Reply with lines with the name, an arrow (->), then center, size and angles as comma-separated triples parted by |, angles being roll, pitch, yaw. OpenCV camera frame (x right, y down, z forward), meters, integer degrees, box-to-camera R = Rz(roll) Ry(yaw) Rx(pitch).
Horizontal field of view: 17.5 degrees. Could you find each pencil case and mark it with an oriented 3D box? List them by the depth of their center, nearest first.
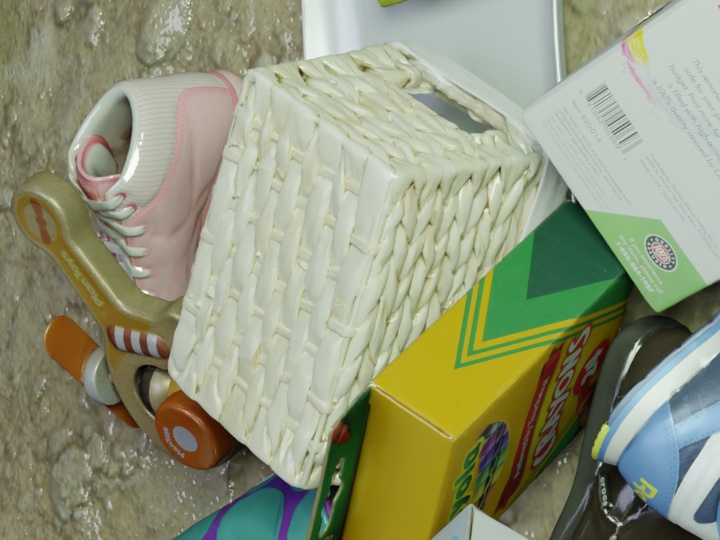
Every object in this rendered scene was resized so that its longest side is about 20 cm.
pencil case -> -0.062, 0.172, 1.265 | 0.200, 0.085, 0.093 | -34, 27, 26

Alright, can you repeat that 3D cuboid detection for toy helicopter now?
toy helicopter -> -0.138, 0.031, 1.357 | 0.200, 0.079, 0.132 | 55, 142, -9

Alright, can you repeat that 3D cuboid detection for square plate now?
square plate -> 0.043, -0.101, 1.252 | 0.198, 0.028, 0.201 | -8, 83, 47

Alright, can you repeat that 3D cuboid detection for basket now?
basket -> 0.000, 0.000, 1.186 | 0.135, 0.123, 0.201 | 37, 123, 37

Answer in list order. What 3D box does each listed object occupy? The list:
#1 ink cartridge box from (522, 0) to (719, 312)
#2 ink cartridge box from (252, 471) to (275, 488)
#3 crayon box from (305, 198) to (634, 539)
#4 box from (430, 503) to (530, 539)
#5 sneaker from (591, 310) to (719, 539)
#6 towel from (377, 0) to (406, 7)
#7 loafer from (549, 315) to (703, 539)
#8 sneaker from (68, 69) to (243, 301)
ink cartridge box -> 0.177, -0.076, 1.030 | 0.117, 0.067, 0.200 | 55, 140, -2
ink cartridge box -> -0.020, 0.179, 1.302 | 0.163, 0.057, 0.200 | 54, 131, 34
crayon box -> 0.051, 0.071, 1.091 | 0.051, 0.200, 0.127 | 32, 138, 20
box -> 0.086, 0.206, 1.084 | 0.156, 0.200, 0.041 | -46, 23, 36
sneaker -> 0.197, 0.040, 1.036 | 0.200, 0.074, 0.082 | -45, 75, 16
towel -> 0.075, -0.196, 1.189 | 0.200, 0.018, 0.086 | -11, 78, 45
loafer -> 0.136, 0.125, 1.110 | 0.071, 0.073, 0.201 | 18, 102, 48
sneaker -> -0.136, -0.026, 1.392 | 0.075, 0.104, 0.201 | 33, 114, 41
